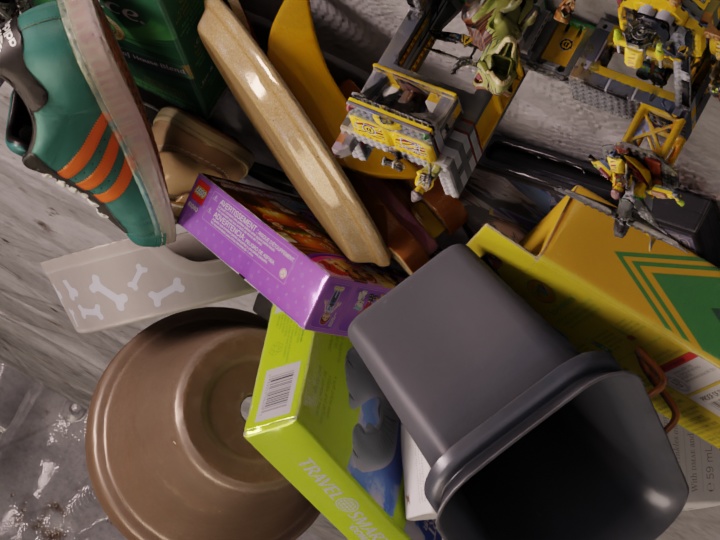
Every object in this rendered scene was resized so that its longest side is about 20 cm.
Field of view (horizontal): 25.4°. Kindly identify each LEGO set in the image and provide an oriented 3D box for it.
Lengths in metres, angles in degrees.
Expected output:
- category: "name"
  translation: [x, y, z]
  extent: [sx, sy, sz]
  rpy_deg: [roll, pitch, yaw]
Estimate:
- category: "LEGO set"
  translation: [0.063, -0.084, 0.687]
  extent: [0.200, 0.116, 0.154]
  rpy_deg: [26, 164, 14]

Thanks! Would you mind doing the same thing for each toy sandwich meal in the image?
- category: "toy sandwich meal"
  translation: [-0.016, -0.084, 0.913]
  extent: [0.205, 0.070, 0.205]
  rpy_deg: [56, 177, 4]

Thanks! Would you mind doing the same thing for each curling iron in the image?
- category: "curling iron"
  translation: [-0.230, -0.182, 1.005]
  extent: [0.050, 0.026, 0.200]
  rpy_deg: [57, 175, -21]

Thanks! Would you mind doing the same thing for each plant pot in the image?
- category: "plant pot"
  translation: [-0.092, 0.112, 1.161]
  extent: [0.200, 0.201, 0.175]
  rpy_deg: [32, 159, -7]

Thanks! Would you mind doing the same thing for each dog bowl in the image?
- category: "dog bowl"
  translation: [-0.126, -0.004, 1.154]
  extent: [0.200, 0.200, 0.059]
  rpy_deg: [-10, 94, 67]

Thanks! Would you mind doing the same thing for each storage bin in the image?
- category: "storage bin"
  translation: [0.086, 0.077, 0.876]
  extent: [0.134, 0.145, 0.200]
  rpy_deg: [52, 178, 35]

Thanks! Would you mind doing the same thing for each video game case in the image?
- category: "video game case"
  translation: [0.140, -0.009, 0.955]
  extent: [0.180, 0.026, 0.200]
  rpy_deg: [21, 162, 31]

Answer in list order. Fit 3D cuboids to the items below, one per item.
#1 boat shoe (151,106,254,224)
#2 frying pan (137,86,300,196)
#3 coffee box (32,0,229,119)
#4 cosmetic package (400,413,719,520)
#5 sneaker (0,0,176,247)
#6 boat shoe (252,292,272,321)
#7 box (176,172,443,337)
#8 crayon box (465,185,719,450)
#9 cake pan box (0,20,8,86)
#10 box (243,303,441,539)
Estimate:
- category: "boat shoe"
  translation: [-0.125, -0.060, 1.086]
  extent: [0.071, 0.065, 0.200]
  rpy_deg: [31, 167, -10]
- category: "frying pan"
  translation: [-0.122, -0.099, 1.135]
  extent: [0.190, 0.031, 0.115]
  rpy_deg: [8, 155, 47]
- category: "coffee box"
  translation: [-0.147, -0.170, 0.937]
  extent: [0.123, 0.044, 0.200]
  rpy_deg: [27, 164, 13]
- category: "cosmetic package"
  translation: [0.130, 0.109, 1.041]
  extent: [0.199, 0.102, 0.074]
  rpy_deg: [-1, 168, -12]
- category: "sneaker"
  translation: [-0.166, -0.080, 0.949]
  extent: [0.200, 0.080, 0.071]
  rpy_deg: [74, 177, -50]
- category: "boat shoe"
  translation: [0.009, 0.026, 1.157]
  extent: [0.200, 0.066, 0.072]
  rpy_deg: [13, 178, 40]
- category: "box"
  translation: [0.000, 0.000, 1.013]
  extent: [0.200, 0.039, 0.137]
  rpy_deg: [12, -160, -48]
- category: "crayon box"
  translation: [0.150, 0.022, 0.894]
  extent: [0.200, 0.051, 0.127]
  rpy_deg: [31, 164, -2]
- category: "cake pan box"
  translation: [-0.338, -0.201, 1.152]
  extent: [0.200, 0.052, 0.184]
  rpy_deg: [36, 166, -13]
- category: "box"
  translation: [0.003, 0.114, 1.073]
  extent: [0.048, 0.122, 0.200]
  rpy_deg: [-17, 132, 28]
